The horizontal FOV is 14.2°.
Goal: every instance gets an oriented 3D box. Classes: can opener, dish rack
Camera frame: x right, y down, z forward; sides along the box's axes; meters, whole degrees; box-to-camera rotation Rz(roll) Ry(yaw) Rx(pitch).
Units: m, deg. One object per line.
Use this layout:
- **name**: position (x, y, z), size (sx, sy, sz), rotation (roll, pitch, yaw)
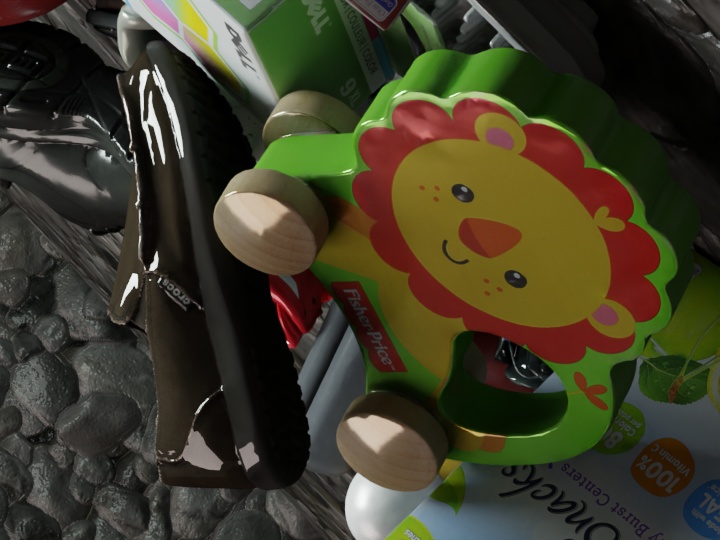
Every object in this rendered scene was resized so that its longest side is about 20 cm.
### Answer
- **can opener**: position (0.000, 0.000, 1.381), size (0.067, 0.201, 0.053), rotation (17, -161, -25)
- **dish rack**: position (0.034, -0.111, 1.196), size (0.172, 0.044, 0.200), rotation (46, 170, 6)

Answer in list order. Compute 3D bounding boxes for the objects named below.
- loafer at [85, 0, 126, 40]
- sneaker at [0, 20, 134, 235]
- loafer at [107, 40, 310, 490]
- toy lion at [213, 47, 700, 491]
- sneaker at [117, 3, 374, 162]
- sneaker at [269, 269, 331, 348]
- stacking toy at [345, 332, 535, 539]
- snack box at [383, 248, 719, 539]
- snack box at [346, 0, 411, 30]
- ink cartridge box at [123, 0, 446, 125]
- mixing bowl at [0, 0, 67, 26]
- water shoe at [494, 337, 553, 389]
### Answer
- **loafer**: position (-0.093, -0.139, 1.454), size (0.071, 0.063, 0.200), rotation (18, -178, 0)
- **sneaker**: position (-0.108, -0.054, 1.395), size (0.199, 0.076, 0.091), rotation (23, 143, 29)
- **loafer**: position (-0.078, 0.000, 1.210), size (0.073, 0.071, 0.201), rotation (35, -139, -66)
- **toy lion**: position (0.052, -0.001, 1.154), size (0.191, 0.069, 0.201), rotation (-1, 131, 34)
- **sneaker**: position (-0.042, -0.053, 1.296), size (0.200, 0.099, 0.078), rotation (50, 144, 22)
- **sneaker**: position (-0.016, 0.000, 1.471), size (0.199, 0.116, 0.078), rotation (22, 151, -32)
- **stacking toy**: position (0.050, 0.095, 1.425), size (0.146, 0.146, 0.200), rotation (45, -147, 7)
- **snack box**: position (0.131, 0.110, 1.213), size (0.168, 0.200, 0.068), rotation (37, 167, 41)
- **snack box**: position (-0.042, -0.150, 1.075), size (0.072, 0.024, 0.200), rotation (36, -173, -32)
- **ink cartridge box**: position (-0.045, -0.116, 1.211), size (0.200, 0.059, 0.104), rotation (42, 169, 27)
- **mixing bowl**: position (-0.174, -0.193, 1.372), size (0.108, 0.201, 0.200), rotation (25, 162, 24)
- **water shoe**: position (0.096, 0.018, 1.350), size (0.200, 0.079, 0.071), rotation (52, 168, -31)
